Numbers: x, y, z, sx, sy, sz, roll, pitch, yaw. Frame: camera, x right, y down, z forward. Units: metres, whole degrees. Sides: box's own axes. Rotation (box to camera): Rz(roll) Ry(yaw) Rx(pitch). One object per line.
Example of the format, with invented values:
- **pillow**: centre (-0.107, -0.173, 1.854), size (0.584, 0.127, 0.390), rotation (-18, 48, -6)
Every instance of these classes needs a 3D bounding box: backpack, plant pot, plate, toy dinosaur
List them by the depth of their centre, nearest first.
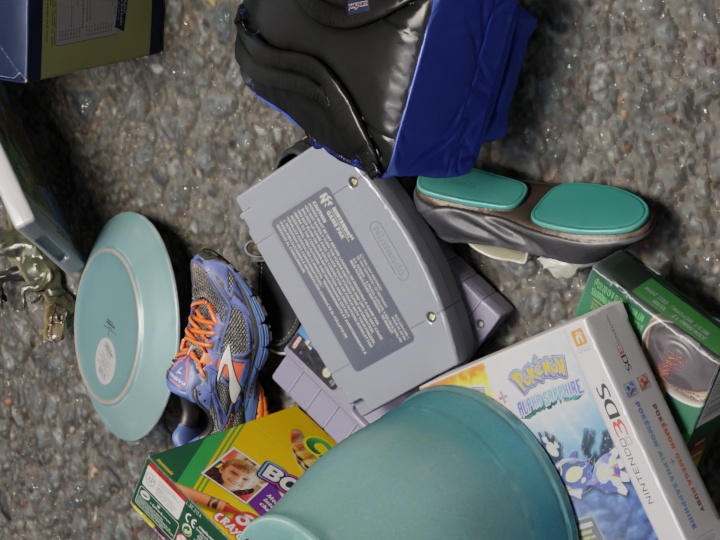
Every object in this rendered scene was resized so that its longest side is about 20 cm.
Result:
- **plant pot**: centre (0.019, 0.205, 1.531), size (0.200, 0.188, 0.200), rotation (24, 124, 42)
- **backpack**: centre (0.013, -0.166, 1.578), size (0.200, 0.168, 0.163), rotation (31, 110, 37)
- **plate**: centre (-0.211, 0.048, 1.869), size (0.200, 0.026, 0.201), rotation (-2, 88, 58)
- **toy dinosaur**: centre (-0.321, -0.017, 1.981), size (0.088, 0.047, 0.200), rotation (-27, 80, 26)

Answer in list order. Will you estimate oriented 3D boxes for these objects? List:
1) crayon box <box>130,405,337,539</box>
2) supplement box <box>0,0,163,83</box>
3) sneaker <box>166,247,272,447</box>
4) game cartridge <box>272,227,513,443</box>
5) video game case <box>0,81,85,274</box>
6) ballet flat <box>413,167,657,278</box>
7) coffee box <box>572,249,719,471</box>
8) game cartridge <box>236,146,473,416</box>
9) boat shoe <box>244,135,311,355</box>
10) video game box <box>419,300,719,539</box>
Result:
- **crayon box**: centre (-0.053, 0.206, 1.710), size (0.200, 0.172, 0.058), rotation (42, 126, 26)
- **supplement box**: centre (-0.267, -0.270, 1.760), size (0.134, 0.200, 0.200), rotation (11, 107, 25)
- **sneaker**: centre (-0.121, 0.075, 1.772), size (0.075, 0.078, 0.200), rotation (33, 134, 48)
- **game cartridge**: centre (0.020, 0.057, 1.697), size (0.130, 0.038, 0.200), rotation (41, 124, 10)
- **video game case**: centre (-0.306, -0.105, 1.874), size (0.022, 0.182, 0.200), rotation (-26, 76, 0)
- **ballet flat**: centre (0.131, -0.032, 1.580), size (0.200, 0.073, 0.073), rotation (12, 107, 32)
- **coffee box**: centre (0.193, 0.099, 1.537), size (0.123, 0.044, 0.200), rotation (40, 134, 26)
- **game cartridge**: centre (0.000, 0.000, 1.649), size (0.133, 0.042, 0.200), rotation (-30, 89, 32)
- **boat shoe**: centre (-0.055, -0.021, 1.739), size (0.075, 0.062, 0.200), rotation (32, 120, 30)
- **video game box**: centre (0.148, 0.135, 1.535), size (0.200, 0.047, 0.182), rotation (-28, 84, 51)
